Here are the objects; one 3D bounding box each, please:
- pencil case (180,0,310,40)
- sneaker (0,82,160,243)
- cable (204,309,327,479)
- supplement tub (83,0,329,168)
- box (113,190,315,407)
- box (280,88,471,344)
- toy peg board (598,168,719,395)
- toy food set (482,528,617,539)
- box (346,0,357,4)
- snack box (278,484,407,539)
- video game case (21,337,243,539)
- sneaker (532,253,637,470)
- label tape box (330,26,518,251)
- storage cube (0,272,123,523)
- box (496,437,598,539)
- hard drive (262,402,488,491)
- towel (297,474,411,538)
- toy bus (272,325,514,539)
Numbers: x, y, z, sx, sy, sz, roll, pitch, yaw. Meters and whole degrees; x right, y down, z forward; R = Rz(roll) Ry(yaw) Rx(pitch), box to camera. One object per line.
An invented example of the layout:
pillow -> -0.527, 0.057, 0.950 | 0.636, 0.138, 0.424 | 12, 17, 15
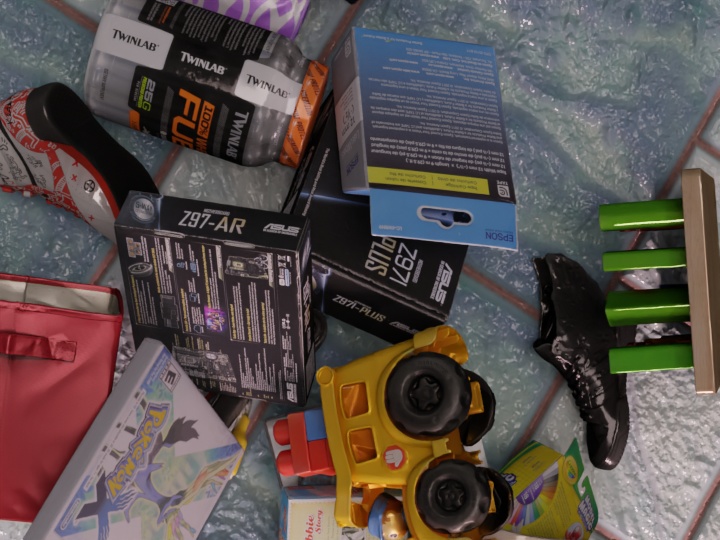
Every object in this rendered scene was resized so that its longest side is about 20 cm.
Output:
pencil case -> -0.136, -0.273, 1.255 | 0.199, 0.084, 0.086 | 23, 122, -13
sneaker -> -0.263, -0.081, 1.239 | 0.202, 0.107, 0.068 | 55, 38, -37
cable -> -0.115, 0.109, 1.288 | 0.097, 0.050, 0.200 | 31, 68, 17
supplement tub -> -0.135, -0.168, 1.220 | 0.199, 0.123, 0.123 | 18, 86, 0
box -> -0.122, 0.029, 1.187 | 0.159, 0.201, 0.044 | 8, 46, 9
box -> 0.017, -0.054, 1.249 | 0.163, 0.086, 0.201 | 25, 61, -11
toy peg board -> 0.291, 0.011, 1.311 | 0.097, 0.199, 0.202 | -3, 90, 18
toy food set -> 0.171, 0.316, 1.278 | 0.199, 0.060, 0.145 | 15, 86, -45
box -> -0.034, -0.348, 1.220 | 0.182, 0.200, 0.105 | 34, 84, -10
snack box -> -0.019, 0.298, 1.260 | 0.115, 0.037, 0.202 | 1, 100, -15
video game case -> -0.182, 0.187, 1.132 | 0.022, 0.183, 0.201 | 12, 60, 30
sneaker -> 0.212, 0.089, 1.340 | 0.103, 0.060, 0.202 | 10, 82, -13
label tape box -> 0.055, -0.106, 1.200 | 0.142, 0.066, 0.202 | 4, 67, -22
storage cube -> -0.298, 0.102, 1.164 | 0.170, 0.200, 0.181 | 8, 94, -12
box -> 0.141, 0.250, 1.289 | 0.199, 0.048, 0.118 | -35, 124, -23
hard drive -> 0.019, 0.180, 1.313 | 0.199, 0.026, 0.133 | -15, 92, -12
towel -> 0.023, 0.268, 1.296 | 0.198, 0.022, 0.148 | 11, 97, -16
toy bus -> 0.024, 0.167, 1.184 | 0.191, 0.136, 0.202 | -15, 74, 13
